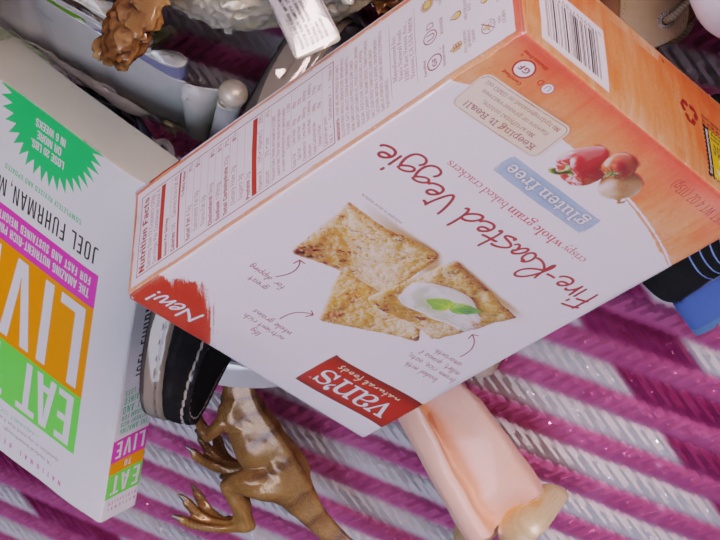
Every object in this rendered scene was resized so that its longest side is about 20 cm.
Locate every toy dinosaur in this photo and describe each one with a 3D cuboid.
[{"bbox_3d":[-0.044,0.110,1.061,0.106,0.060,0.201,-22,108,41],"label":"toy dinosaur"}]

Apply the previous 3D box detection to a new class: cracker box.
[{"bbox_3d":[0.026,-0.024,0.755,0.199,0.058,0.134,-31,132,33],"label":"cracker box"}]

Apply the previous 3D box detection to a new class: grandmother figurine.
[{"bbox_3d":[0.023,0.045,0.966,0.121,0.061,0.201,-23,108,48],"label":"grandmother figurine"}]

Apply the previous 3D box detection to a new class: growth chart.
[{"bbox_3d":[-0.135,-0.114,0.912,0.199,0.018,0.145,33,167,-7],"label":"growth chart"}]

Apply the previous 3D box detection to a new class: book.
[{"bbox_3d":[-0.146,0.007,0.972,0.133,0.048,0.201,35,130,30],"label":"book"}]

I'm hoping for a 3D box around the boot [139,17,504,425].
[{"bbox_3d":[0.000,0.000,0.889,0.150,0.073,0.201,26,90,7],"label":"boot"}]

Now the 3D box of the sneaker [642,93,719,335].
[{"bbox_3d":[0.152,-0.038,0.785,0.078,0.070,0.200,45,152,2],"label":"sneaker"}]

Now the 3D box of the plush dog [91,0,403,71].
[{"bbox_3d":[-0.041,-0.144,0.805,0.199,0.172,0.162,25,93,10],"label":"plush dog"}]

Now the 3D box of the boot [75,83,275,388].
[{"bbox_3d":[-0.103,-0.021,0.988,0.199,0.073,0.091,27,130,26],"label":"boot"}]

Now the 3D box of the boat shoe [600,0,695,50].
[{"bbox_3d":[0.105,-0.120,0.780,0.072,0.076,0.201,34,144,15],"label":"boat shoe"}]

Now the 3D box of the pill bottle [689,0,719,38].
[{"bbox_3d":[0.219,-0.118,0.674,0.199,0.112,0.113,14,129,26],"label":"pill bottle"}]
